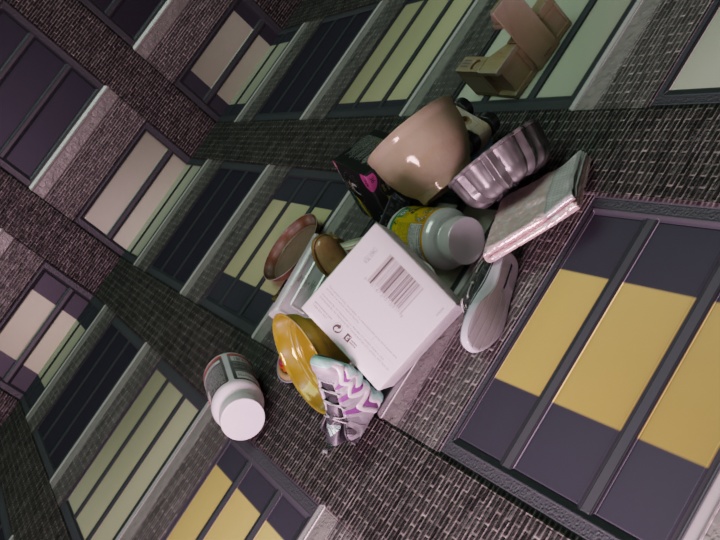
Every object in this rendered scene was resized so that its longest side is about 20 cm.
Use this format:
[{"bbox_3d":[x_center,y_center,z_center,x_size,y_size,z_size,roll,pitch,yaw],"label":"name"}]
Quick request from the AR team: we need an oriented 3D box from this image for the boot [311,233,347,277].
[{"bbox_3d":[0.000,0.000,1.725,0.066,0.177,0.199,-41,18,-24],"label":"boot"}]

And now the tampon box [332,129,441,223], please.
[{"bbox_3d":[0.054,-0.192,1.856,0.125,0.151,0.200,-36,25,-8],"label":"tampon box"}]

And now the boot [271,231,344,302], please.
[{"bbox_3d":[-0.110,0.004,1.929,0.201,0.066,0.175,-53,2,-2],"label":"boot"}]

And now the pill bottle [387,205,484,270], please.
[{"bbox_3d":[0.140,-0.061,1.626,0.114,0.112,0.199,-57,26,-12],"label":"pill bottle"}]

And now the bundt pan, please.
[{"bbox_3d":[0.254,-0.179,1.558,0.200,0.077,0.202,-35,-5,-3],"label":"bundt pan"}]

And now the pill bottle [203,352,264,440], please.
[{"bbox_3d":[-0.267,0.268,1.864,0.116,0.115,0.200,-48,26,5],"label":"pill bottle"}]

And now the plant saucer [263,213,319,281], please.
[{"bbox_3d":[-0.167,-0.051,2.192,0.199,0.034,0.203,-38,31,26],"label":"plant saucer"}]

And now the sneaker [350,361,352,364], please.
[{"bbox_3d":[-0.035,0.166,1.685,0.199,0.075,0.082,-41,46,17],"label":"sneaker"}]

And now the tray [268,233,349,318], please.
[{"bbox_3d":[-0.101,0.031,1.825,0.203,0.106,0.022,-60,-9,-8],"label":"tray"}]

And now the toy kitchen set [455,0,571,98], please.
[{"bbox_3d":[0.299,-0.503,1.863,0.202,0.163,0.180,-53,26,-5],"label":"toy kitchen set"}]

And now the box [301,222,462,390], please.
[{"bbox_3d":[0.042,0.062,1.500,0.201,0.199,0.130,-47,-14,8],"label":"box"}]

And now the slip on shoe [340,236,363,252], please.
[{"bbox_3d":[0.028,-0.042,1.849,0.197,0.063,0.074,-12,9,37],"label":"slip on shoe"}]

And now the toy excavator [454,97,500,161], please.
[{"bbox_3d":[0.176,-0.255,1.819,0.100,0.192,0.202,-44,-24,-34],"label":"toy excavator"}]

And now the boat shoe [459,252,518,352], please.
[{"bbox_3d":[0.201,0.056,1.438,0.070,0.072,0.202,-14,35,45],"label":"boat shoe"}]

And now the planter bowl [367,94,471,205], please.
[{"bbox_3d":[0.129,-0.210,1.641,0.199,0.136,0.200,-37,-4,-3],"label":"planter bowl"}]

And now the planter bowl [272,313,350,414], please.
[{"bbox_3d":[-0.075,0.152,1.600,0.082,0.204,0.199,-27,17,-24],"label":"planter bowl"}]

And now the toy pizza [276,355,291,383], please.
[{"bbox_3d":[-0.118,0.146,1.870,0.199,0.032,0.202,-38,30,26],"label":"toy pizza"}]

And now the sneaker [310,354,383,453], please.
[{"bbox_3d":[-0.040,0.236,1.468,0.077,0.200,0.142,11,68,40],"label":"sneaker"}]

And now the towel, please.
[{"bbox_3d":[0.295,-0.111,1.471,0.189,0.032,0.201,-34,14,32],"label":"towel"}]

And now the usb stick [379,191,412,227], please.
[{"bbox_3d":[0.050,-0.061,1.764,0.032,0.055,0.203,-20,-42,-54],"label":"usb stick"}]
